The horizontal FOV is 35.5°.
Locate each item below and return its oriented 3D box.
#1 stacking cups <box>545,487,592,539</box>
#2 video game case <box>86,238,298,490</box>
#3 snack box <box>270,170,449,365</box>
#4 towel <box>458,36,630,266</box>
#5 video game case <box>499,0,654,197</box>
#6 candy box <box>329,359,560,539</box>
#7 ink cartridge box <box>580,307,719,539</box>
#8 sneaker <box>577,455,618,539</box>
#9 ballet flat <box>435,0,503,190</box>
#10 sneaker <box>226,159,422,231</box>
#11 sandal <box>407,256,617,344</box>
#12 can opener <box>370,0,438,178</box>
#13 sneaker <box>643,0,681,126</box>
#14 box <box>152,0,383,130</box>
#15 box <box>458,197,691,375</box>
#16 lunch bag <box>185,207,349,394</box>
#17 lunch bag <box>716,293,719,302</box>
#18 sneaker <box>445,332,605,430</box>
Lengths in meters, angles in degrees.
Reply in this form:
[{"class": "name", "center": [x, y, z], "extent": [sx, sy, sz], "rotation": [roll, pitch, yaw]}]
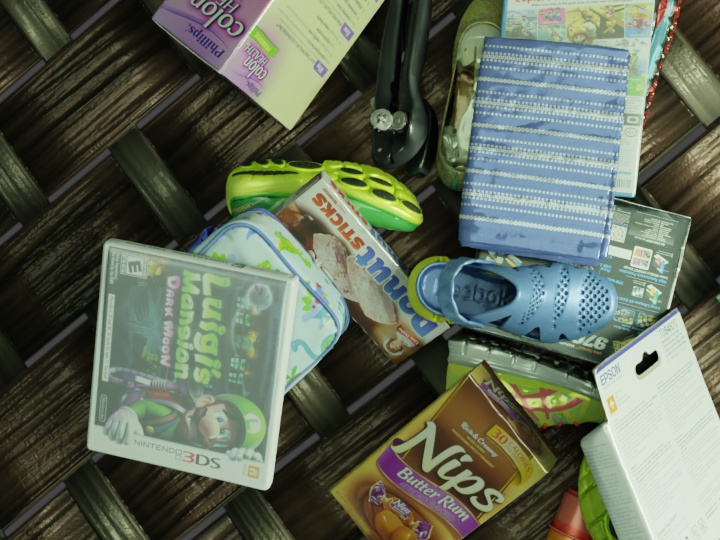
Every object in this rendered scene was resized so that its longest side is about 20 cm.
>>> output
[{"class": "stacking cups", "center": [0.184, 0.312, 1.094], "extent": [0.060, 0.061, 0.203], "rotation": [21, 85, 8]}, {"class": "video game case", "center": [-0.155, 0.086, 1.018], "extent": [0.179, 0.023, 0.203], "rotation": [11, 104, 9]}, {"class": "snack box", "center": [0.000, 0.000, 1.095], "extent": [0.072, 0.024, 0.200], "rotation": [-36, 110, 17]}, {"class": "towel", "center": [0.172, -0.112, 1.054], "extent": [0.142, 0.024, 0.204], "rotation": [8, 89, 14]}, {"class": "video game case", "center": [0.199, -0.177, 1.068], "extent": [0.141, 0.018, 0.204], "rotation": [6, 95, 13]}, {"class": "candy box", "center": [0.078, 0.193, 1.076], "extent": [0.200, 0.056, 0.117], "rotation": [-43, 82, 23]}, {"class": "ink cartridge box", "center": [0.270, 0.156, 1.014], "extent": [0.040, 0.198, 0.203], "rotation": [-20, 91, 40]}, {"class": "sneaker", "center": [0.261, 0.251, 1.067], "extent": [0.073, 0.083, 0.203], "rotation": [-20, 90, 17]}, {"class": "ballet flat", "center": [0.117, -0.180, 1.116], "extent": [0.069, 0.071, 0.204], "rotation": [12, 89, 8]}, {"class": "sneaker", "center": [-0.036, -0.062, 1.130], "extent": [0.196, 0.074, 0.085], "rotation": [6, 119, 1]}, {"class": "sandal", "center": [0.142, 0.026, 1.044], "extent": [0.196, 0.087, 0.081], "rotation": [2, 86, 1]}, {"class": "can opener", "center": [0.041, -0.196, 1.131], "extent": [0.062, 0.079, 0.204], "rotation": [-3, 79, 19]}, {"class": "sneaker", "center": [0.252, -0.222, 1.095], "extent": [0.094, 0.079, 0.203], "rotation": [18, 89, 10]}, {"class": "box", "center": [-0.073, -0.265, 1.082], "extent": [0.096, 0.176, 0.201], "rotation": [37, 93, 20]}, {"class": "box", "center": [0.208, 0.003, 1.105], "extent": [0.197, 0.046, 0.162], "rotation": [14, 89, 8]}, {"class": "lunch bag", "center": [-0.120, 0.050, 1.055], "extent": [0.200, 0.083, 0.161], "rotation": [-42, 95, 16]}, {"class": "lunch bag", "center": [0.455, 0.031, 1.037], "extent": [0.200, 0.122, 0.171], "rotation": [43, 95, 15]}, {"class": "sneaker", "center": [0.173, 0.128, 1.096], "extent": [0.197, 0.078, 0.092], "rotation": [17, 97, 14]}]
